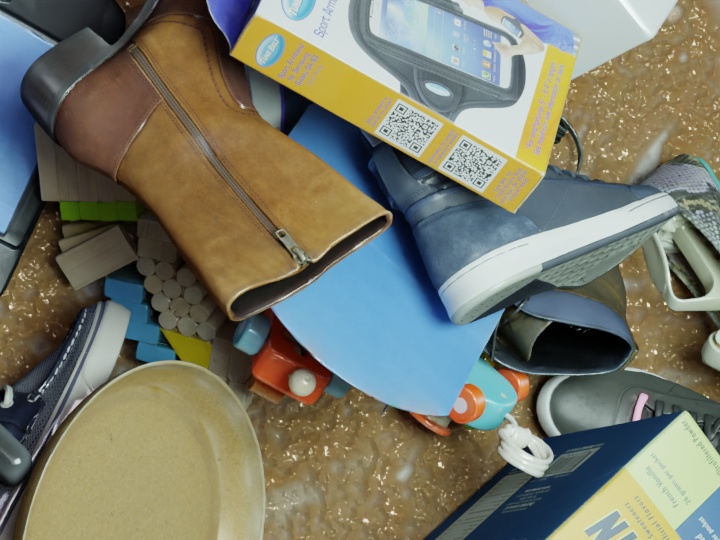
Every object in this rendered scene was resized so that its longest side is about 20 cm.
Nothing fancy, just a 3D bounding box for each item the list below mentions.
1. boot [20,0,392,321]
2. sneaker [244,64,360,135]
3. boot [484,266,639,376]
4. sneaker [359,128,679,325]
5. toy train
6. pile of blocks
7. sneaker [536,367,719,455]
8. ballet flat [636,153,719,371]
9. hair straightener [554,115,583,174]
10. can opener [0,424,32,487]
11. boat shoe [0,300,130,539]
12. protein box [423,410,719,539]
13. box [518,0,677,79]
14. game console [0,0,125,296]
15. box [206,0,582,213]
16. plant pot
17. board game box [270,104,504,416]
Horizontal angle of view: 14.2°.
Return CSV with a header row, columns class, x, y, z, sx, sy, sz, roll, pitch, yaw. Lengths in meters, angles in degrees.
class,x,y,z,sx,sy,sz,roll,pitch,yaw
boot,-0.054,-0.087,1.532,0.188,0.069,0.200,-33,56,-24
sneaker,-0.015,-0.144,1.687,0.146,0.080,0.201,4,76,-31
boot,0.074,0.003,1.671,0.199,0.075,0.097,10,37,-26
sneaker,0.088,-0.059,1.630,0.202,0.077,0.147,-15,68,-50
toy train,0.009,0.065,1.641,0.199,0.056,0.150,26,27,-19
pile of blocks,-0.117,-0.009,1.634,0.201,0.082,0.062,62,24,-12
sneaker,0.208,0.100,1.725,0.199,0.099,0.071,20,76,-18
ballet flat,0.223,0.023,1.742,0.072,0.072,0.201,-23,68,-24
hair straightener,0.091,-0.125,1.741,0.077,0.041,0.201,-25,86,-25
can opener,-0.259,0.054,1.531,0.200,0.067,0.053,43,71,4
boat shoe,-0.203,0.089,1.567,0.092,0.075,0.201,27,66,-5
protein box,0.108,0.199,1.610,0.200,0.198,0.135,-40,98,-23
box,0.121,-0.200,1.673,0.106,0.152,0.200,49,45,-15
game console,-0.223,-0.108,1.565,0.175,0.116,0.201,29,72,-16
box,0.017,-0.126,1.541,0.199,0.042,0.119,30,44,-11
plant pot,-0.124,0.146,1.568,0.200,0.027,0.201,-18,113,-50
board game box,0.000,0.000,1.594,0.158,0.039,0.200,41,39,-8
